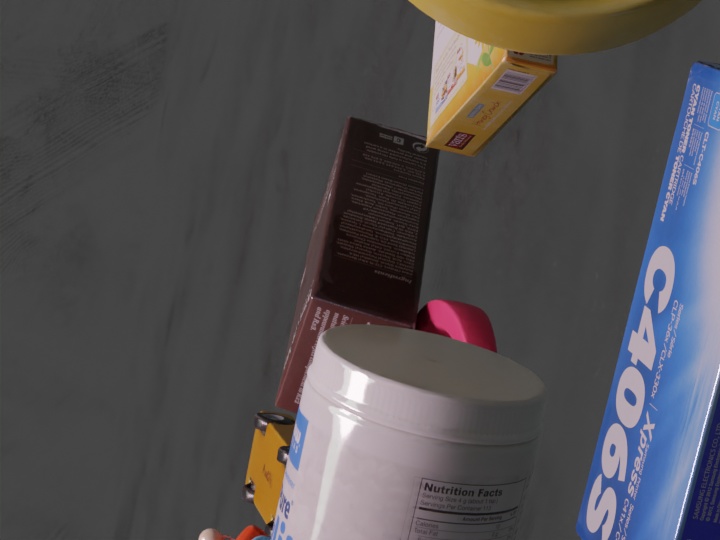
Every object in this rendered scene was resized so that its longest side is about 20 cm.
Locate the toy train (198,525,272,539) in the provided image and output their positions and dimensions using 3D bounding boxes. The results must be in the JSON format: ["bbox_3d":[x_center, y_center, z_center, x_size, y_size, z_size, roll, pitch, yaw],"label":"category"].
[{"bbox_3d":[-0.043,0.223,1.174,0.056,0.150,0.200,-50,-6,-27],"label":"toy train"}]

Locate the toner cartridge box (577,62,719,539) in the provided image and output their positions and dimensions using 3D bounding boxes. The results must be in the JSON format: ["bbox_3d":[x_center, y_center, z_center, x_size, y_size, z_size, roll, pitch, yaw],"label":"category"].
[{"bbox_3d":[0.139,0.028,0.683,0.095,0.043,0.202,-131,52,-72],"label":"toner cartridge box"}]

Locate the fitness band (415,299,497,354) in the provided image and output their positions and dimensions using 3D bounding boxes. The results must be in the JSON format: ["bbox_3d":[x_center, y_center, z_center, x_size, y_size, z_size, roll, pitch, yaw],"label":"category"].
[{"bbox_3d":[0.040,0.117,1.088,0.144,0.037,0.202,-112,35,-71],"label":"fitness band"}]

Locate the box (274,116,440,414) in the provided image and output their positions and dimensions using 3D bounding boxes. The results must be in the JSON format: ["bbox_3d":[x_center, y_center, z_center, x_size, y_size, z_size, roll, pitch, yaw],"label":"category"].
[{"bbox_3d":[0.000,0.000,1.179,0.201,0.074,0.101,-82,10,-51],"label":"box"}]

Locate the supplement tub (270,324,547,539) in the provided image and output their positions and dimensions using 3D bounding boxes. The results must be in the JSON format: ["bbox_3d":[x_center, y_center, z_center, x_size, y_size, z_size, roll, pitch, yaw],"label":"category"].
[{"bbox_3d":[0.017,0.143,0.953,0.132,0.130,0.202,-130,50,-73],"label":"supplement tub"}]

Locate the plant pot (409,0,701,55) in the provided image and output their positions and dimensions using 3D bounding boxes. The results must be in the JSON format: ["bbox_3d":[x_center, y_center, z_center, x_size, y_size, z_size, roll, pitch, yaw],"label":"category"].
[{"bbox_3d":[0.083,-0.186,0.812,0.189,0.198,0.203,89,-171,-82],"label":"plant pot"}]

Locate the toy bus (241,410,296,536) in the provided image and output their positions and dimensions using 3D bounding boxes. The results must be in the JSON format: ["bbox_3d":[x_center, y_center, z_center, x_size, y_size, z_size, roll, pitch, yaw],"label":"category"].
[{"bbox_3d":[-0.032,0.153,1.265,0.200,0.077,0.066,-148,68,-76],"label":"toy bus"}]

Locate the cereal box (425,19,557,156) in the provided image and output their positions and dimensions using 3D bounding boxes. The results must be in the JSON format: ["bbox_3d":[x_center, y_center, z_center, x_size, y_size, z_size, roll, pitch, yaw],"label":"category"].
[{"bbox_3d":[0.085,-0.189,1.098,0.144,0.039,0.202,135,143,-67],"label":"cereal box"}]
